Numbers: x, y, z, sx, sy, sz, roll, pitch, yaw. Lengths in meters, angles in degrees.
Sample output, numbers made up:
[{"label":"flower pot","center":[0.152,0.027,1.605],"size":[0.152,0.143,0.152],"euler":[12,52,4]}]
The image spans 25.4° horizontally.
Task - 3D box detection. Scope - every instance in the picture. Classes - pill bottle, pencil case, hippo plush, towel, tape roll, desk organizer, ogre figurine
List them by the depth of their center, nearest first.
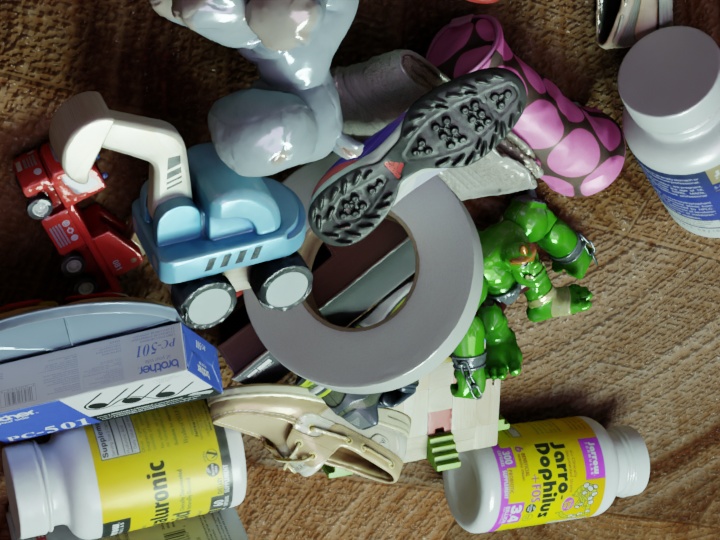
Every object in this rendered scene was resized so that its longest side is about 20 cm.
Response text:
[{"label":"hippo plush","center":[-0.073,-0.159,1.195],"size":[0.200,0.159,0.161],"euler":[-36,137,-54]},{"label":"tape roll","center":[0.000,0.000,1.308],"size":[0.203,0.203,0.037],"euler":[-39,159,6]},{"label":"towel","center":[0.048,-0.111,1.323],"size":[0.132,0.035,0.200],"euler":[-10,147,43]},{"label":"pencil case","center":[0.139,-0.143,1.361],"size":[0.091,0.094,0.200],"euler":[-8,149,42]},{"label":"desk organizer","center":[-0.040,0.010,1.378],"size":[0.200,0.077,0.072],"euler":[-39,158,5]},{"label":"pill bottle","center":[0.297,-0.123,1.403],"size":[0.120,0.120,0.200],"euler":[-39,144,6]},{"label":"pill bottle","center":[-0.209,0.174,1.411],"size":[0.199,0.111,0.112],"euler":[-11,128,-18]},{"label":"ogre figurine","center":[0.134,0.014,1.463],"size":[0.200,0.098,0.120],"euler":[-35,122,-8]},{"label":"pill bottle","center":[0.191,0.204,1.630],"size":[0.199,0.104,0.105],"euler":[-5,126,-23]}]

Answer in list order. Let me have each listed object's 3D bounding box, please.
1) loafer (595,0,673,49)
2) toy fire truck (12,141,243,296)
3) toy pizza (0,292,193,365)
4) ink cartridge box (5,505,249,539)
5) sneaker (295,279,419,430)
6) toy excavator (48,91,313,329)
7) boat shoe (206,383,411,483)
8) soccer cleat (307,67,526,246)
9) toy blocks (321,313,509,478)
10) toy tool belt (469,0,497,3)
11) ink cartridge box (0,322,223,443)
[{"label":"loafer","center":[0.217,-0.264,1.320],"size":[0.063,0.072,0.200],"euler":[-20,134,-2]},{"label":"toy fire truck","center":[-0.182,-0.038,1.305],"size":[0.141,0.049,0.200],"euler":[-27,132,-5]},{"label":"toy pizza","center":[-0.236,0.050,1.305],"size":[0.199,0.032,0.200],"euler":[-9,163,-3]},{"label":"ink cartridge box","center":[-0.208,0.265,1.456],"size":[0.199,0.146,0.084],"euler":[-12,130,-17]},{"label":"sneaker","center":[0.023,0.075,1.408],"size":[0.074,0.081,0.200],"euler":[-38,180,44]},{"label":"toy excavator","center":[-0.133,-0.059,1.203],"size":[0.194,0.100,0.200],"euler":[-14,134,-20]},{"label":"boat shoe","center":[-0.042,0.146,1.398],"size":[0.199,0.069,0.074],"euler":[13,158,-28]},{"label":"soccer cleat","center":[0.040,-0.098,1.242],"size":[0.200,0.073,0.068],"euler":[-37,113,18]},{"label":"toy blocks","center":[0.054,0.107,1.512],"size":[0.199,0.100,0.137],"euler":[-9,116,-20]},{"label":"toy tool belt","center":[0.052,-0.289,1.133],"size":[0.125,0.200,0.123],"euler":[-8,130,-31]},{"label":"ink cartridge box","center":[-0.224,0.095,1.323],"size":[0.199,0.044,0.094],"euler":[-13,161,10]}]
